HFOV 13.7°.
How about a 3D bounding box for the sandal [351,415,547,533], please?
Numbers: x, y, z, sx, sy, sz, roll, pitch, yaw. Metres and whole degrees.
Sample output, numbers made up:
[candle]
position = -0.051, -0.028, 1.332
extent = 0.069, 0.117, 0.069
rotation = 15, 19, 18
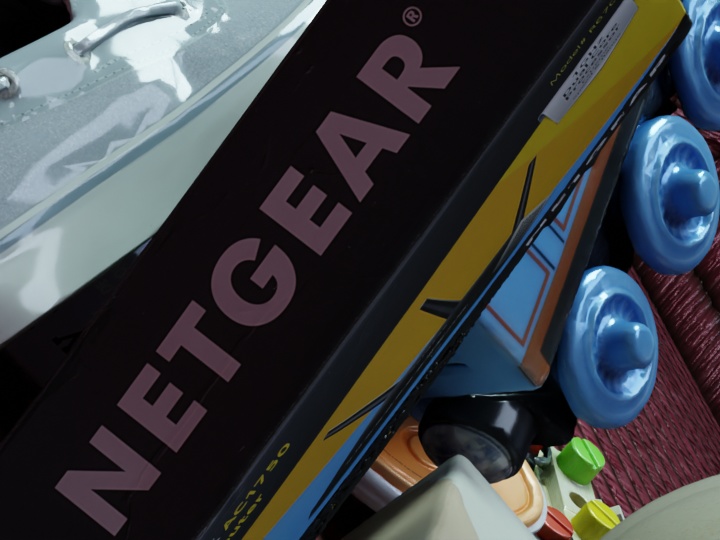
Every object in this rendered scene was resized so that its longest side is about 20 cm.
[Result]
[sandal]
position = -0.005, 0.001, 0.983
extent = 0.207, 0.059, 0.079
rotation = 51, 33, 16

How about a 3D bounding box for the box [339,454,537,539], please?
[box]
position = 0.008, 0.115, 0.718
extent = 0.078, 0.095, 0.200
rotation = 51, 6, -2

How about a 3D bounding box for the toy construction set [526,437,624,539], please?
[toy construction set]
position = 0.098, 0.132, 1.246
extent = 0.131, 0.092, 0.200
rotation = 28, 12, -23

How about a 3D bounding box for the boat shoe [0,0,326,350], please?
[boat shoe]
position = -0.062, -0.043, 0.684
extent = 0.072, 0.070, 0.201
rotation = 52, 42, -5

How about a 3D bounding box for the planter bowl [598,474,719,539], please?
[planter bowl]
position = 0.141, 0.162, 0.952
extent = 0.200, 0.200, 0.135
rotation = 59, 3, 6

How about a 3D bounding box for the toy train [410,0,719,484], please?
[toy train]
position = 0.047, -0.040, 0.851
extent = 0.114, 0.087, 0.200
rotation = 48, 52, -38

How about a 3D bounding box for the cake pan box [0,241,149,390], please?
[cake pan box]
position = -0.105, -0.058, 0.802
extent = 0.200, 0.052, 0.184
rotation = 49, 15, -32

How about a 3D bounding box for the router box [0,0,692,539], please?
[router box]
position = -0.006, 0.002, 0.683
extent = 0.051, 0.200, 0.149
rotation = 37, 5, 10
